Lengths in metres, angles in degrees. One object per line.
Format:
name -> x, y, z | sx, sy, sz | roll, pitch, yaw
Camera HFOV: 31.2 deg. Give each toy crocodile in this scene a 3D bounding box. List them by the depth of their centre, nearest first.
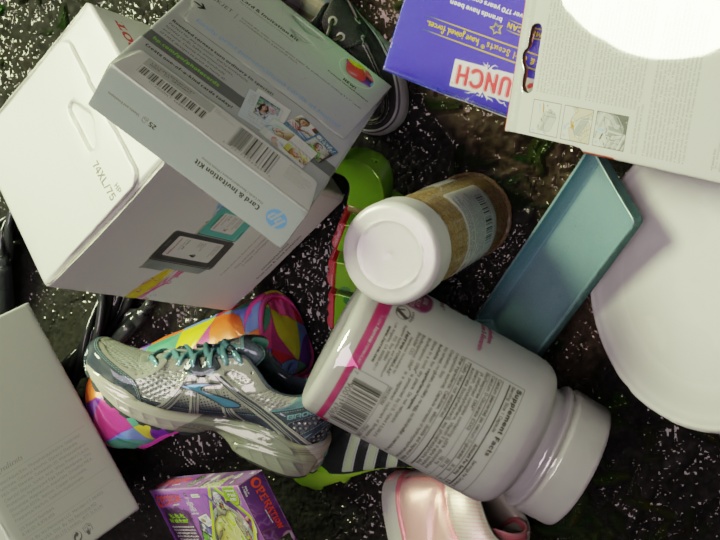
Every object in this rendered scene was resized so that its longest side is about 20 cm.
toy crocodile -> 0.000, 0.000, 0.990 | 0.061, 0.068, 0.201 | 12, 129, 9

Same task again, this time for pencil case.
pencil case -> -0.133, 0.087, 1.074 | 0.199, 0.088, 0.089 | -22, 91, 25

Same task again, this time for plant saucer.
plant saucer -> 0.141, 0.003, 0.931 | 0.200, 0.019, 0.070 | -61, 42, 45

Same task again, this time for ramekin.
ramekin -> 0.259, 0.006, 0.863 | 0.202, 0.094, 0.204 | 3, 93, 51

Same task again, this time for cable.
cable -> -0.281, 0.026, 1.138 | 0.200, 0.051, 0.163 | -43, 83, 23

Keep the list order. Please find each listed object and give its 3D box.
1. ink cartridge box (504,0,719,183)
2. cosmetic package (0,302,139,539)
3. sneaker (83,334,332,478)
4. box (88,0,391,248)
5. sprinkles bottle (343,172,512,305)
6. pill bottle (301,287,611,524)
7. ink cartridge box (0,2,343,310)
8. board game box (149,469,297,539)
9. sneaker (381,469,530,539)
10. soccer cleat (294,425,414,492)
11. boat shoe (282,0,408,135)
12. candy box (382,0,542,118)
ink cartridge box -> 0.189, -0.122, 0.820 | 0.199, 0.050, 0.110 | 20, 106, 43
cosmetic package -> -0.324, 0.159, 1.097 | 0.199, 0.123, 0.201 | -22, 98, 46
sneaker -> -0.109, 0.079, 0.980 | 0.199, 0.078, 0.087 | 20, 111, -6
box -> -0.074, -0.121, 0.887 | 0.156, 0.200, 0.041 | 36, 127, -6
sprinkles bottle -> 0.053, -0.027, 0.916 | 0.068, 0.200, 0.069 | 4, 101, 20
pill bottle -> 0.069, 0.093, 0.919 | 0.199, 0.113, 0.114 | 29, 109, -4
ink cartridge box -> -0.148, -0.077, 0.968 | 0.146, 0.200, 0.147 | -43, 62, 22
board game box -> -0.103, 0.223, 1.048 | 0.121, 0.032, 0.200 | 60, 151, -7
sneaker -> 0.089, 0.250, 1.016 | 0.104, 0.075, 0.202 | -14, 90, 28
soccer cleat -> 0.015, 0.119, 1.021 | 0.199, 0.068, 0.081 | -22, 121, 24
boat shoe -> -0.031, -0.194, 0.993 | 0.070, 0.066, 0.201 | -26, 89, 23
candy box -> 0.126, -0.208, 0.901 | 0.168, 0.077, 0.201 | 22, 106, 13
